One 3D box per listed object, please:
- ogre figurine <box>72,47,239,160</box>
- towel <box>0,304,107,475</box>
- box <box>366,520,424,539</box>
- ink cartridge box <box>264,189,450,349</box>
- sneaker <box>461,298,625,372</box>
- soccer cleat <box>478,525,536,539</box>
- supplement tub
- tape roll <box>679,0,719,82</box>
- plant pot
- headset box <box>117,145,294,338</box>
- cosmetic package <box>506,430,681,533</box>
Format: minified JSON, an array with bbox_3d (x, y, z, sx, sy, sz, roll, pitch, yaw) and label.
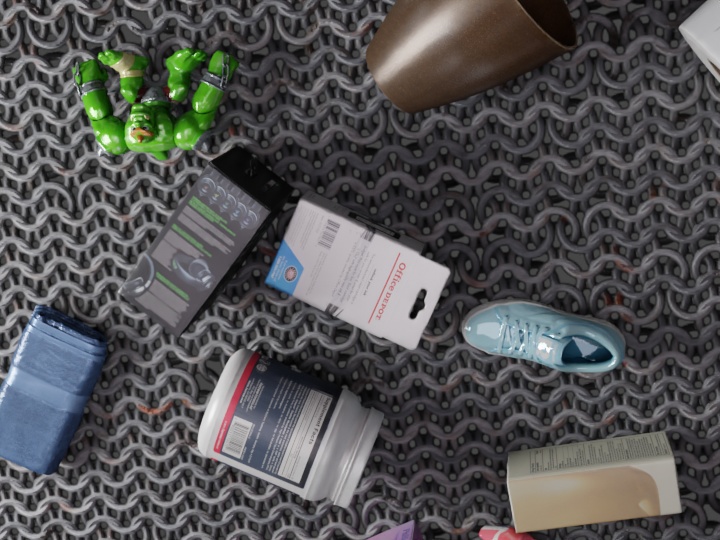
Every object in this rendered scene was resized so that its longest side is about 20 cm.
[{"bbox_3d":[-0.244,-0.198,1.566,0.198,0.098,0.121,0,84,-8],"label":"ogre figurine"},{"bbox_3d":[-0.400,0.154,1.675,0.111,0.049,0.201,26,102,1],"label":"towel"},{"bbox_3d":[0.061,0.441,1.610,0.096,0.176,0.201,-24,98,10],"label":"box"},{"bbox_3d":[0.000,0.000,1.584,0.199,0.068,0.117,25,103,2],"label":"ink cartridge box"},{"bbox_3d":[0.218,0.079,1.566,0.198,0.082,0.075,5,101,6],"label":"sneaker"},{"bbox_3d":[0.182,0.416,1.656,0.076,0.066,0.202,13,110,34],"label":"soccer cleat"},{"bbox_3d":[-0.085,0.192,1.596,0.198,0.140,0.141,22,103,2],"label":"supplement tub"},{"bbox_3d":[0.434,-0.213,1.420,0.071,0.203,0.203,-41,94,13],"label":"tape roll"},{"bbox_3d":[0.109,-0.269,1.476,0.199,0.187,0.188,-34,96,27],"label":"plant pot"},{"bbox_3d":[-0.172,-0.043,1.542,0.093,0.174,0.201,37,104,-2],"label":"headset box"},{"bbox_3d":[0.279,0.254,1.584,0.198,0.105,0.072,-9,100,10],"label":"cosmetic package"}]
